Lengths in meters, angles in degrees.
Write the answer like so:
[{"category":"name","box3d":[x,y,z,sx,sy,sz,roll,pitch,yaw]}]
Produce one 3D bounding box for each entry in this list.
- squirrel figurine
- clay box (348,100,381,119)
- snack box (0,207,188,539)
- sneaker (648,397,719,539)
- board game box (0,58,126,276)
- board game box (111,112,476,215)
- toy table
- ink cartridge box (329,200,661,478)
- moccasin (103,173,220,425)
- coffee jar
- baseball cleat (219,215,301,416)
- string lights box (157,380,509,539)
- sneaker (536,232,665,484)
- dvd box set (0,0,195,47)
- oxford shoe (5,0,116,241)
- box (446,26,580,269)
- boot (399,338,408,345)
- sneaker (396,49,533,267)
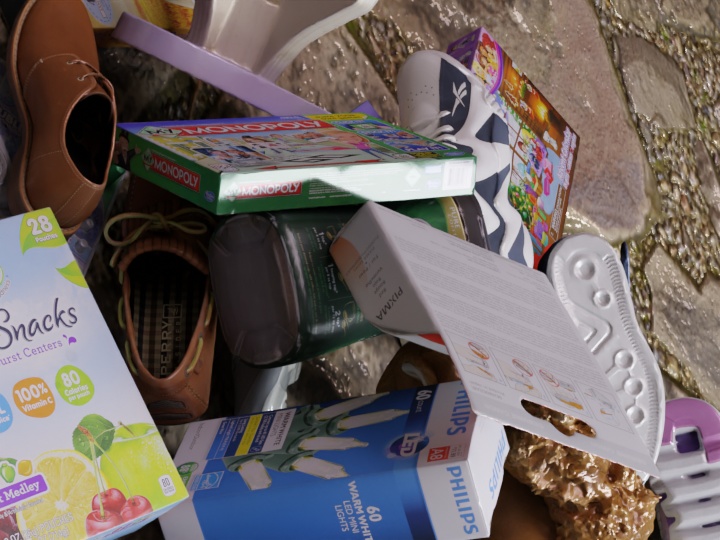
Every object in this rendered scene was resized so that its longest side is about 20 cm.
[{"category":"squirrel figurine","box3d":[0.099,0.122,1.753,0.141,0.200,0.187,-21,90,-47]},{"category":"clay box","box3d":[-0.019,-0.036,1.878,0.115,0.048,0.200,53,35,-2]},{"category":"snack box","box3d":[-0.216,0.078,1.524,0.169,0.068,0.200,-20,79,-47]},{"category":"sneaker","box3d":[0.261,0.200,1.988,0.088,0.080,0.200,74,6,-77]},{"category":"board game box","box3d":[-0.243,-0.072,1.669,0.200,0.026,0.200,39,39,-20]},{"category":"board game box","box3d":[-0.044,-0.072,1.695,0.200,0.135,0.029,-6,110,-35]},{"category":"toy table","box3d":[-0.074,-0.177,1.804,0.184,0.117,0.200,27,3,27]},{"category":"ink cartridge box","box3d":[0.082,0.055,1.603,0.162,0.050,0.200,21,30,-36]},{"category":"moccasin","box3d":[-0.128,0.000,1.690,0.074,0.078,0.202,3,57,3]},{"category":"coffee jar","box3d":[0.000,0.000,1.708,0.200,0.085,0.104,-9,87,-44]},{"category":"baseball cleat","box3d":[-0.080,0.027,1.755,0.106,0.070,0.200,14,58,2]},{"category":"string lights box","box3d":[-0.016,0.128,1.605,0.103,0.200,0.059,-71,147,-61]},{"category":"sneaker","box3d":[0.175,0.073,1.941,0.146,0.081,0.200,84,-3,-82]},{"category":"dvd box set","box3d":[-0.191,-0.227,1.850,0.200,0.029,0.146,-6,66,-51]},{"category":"oxford shoe","box3d":[-0.184,-0.112,1.689,0.071,0.071,0.200,23,45,-35]},{"category":"box","box3d":[0.109,-0.081,2.054,0.137,0.039,0.200,45,36,-26]},{"category":"boot","box3d":[0.111,0.097,1.896,0.090,0.073,0.200,-13,71,-48]},{"category":"sneaker","box3d":[0.047,-0.078,1.876,0.130,0.079,0.199,13,61,-55]}]
